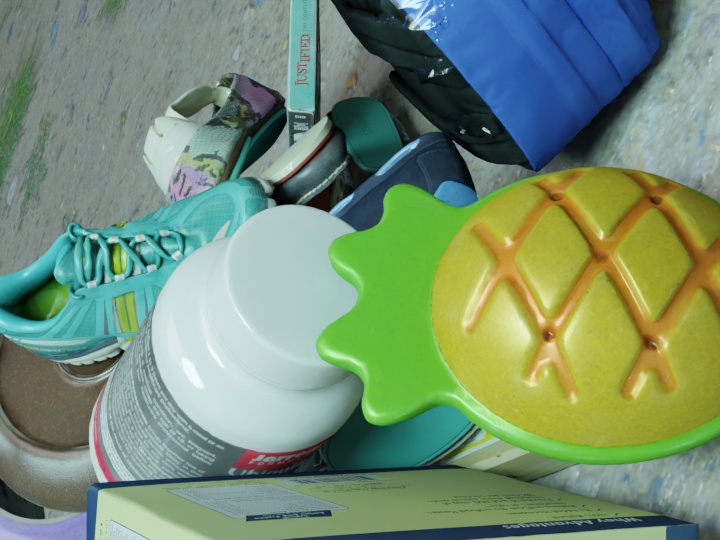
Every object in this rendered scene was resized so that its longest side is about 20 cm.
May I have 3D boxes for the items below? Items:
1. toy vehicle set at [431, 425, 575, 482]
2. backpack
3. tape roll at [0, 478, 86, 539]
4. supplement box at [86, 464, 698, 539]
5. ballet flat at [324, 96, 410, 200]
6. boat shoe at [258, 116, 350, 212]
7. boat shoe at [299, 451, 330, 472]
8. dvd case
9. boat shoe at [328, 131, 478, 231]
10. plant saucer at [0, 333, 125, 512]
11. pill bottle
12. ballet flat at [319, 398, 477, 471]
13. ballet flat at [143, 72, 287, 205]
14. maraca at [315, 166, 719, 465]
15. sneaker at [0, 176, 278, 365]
[{"bbox_3d":[0.070,0.056,0.825,0.200,0.026,0.125,-33,44,54],"label":"toy vehicle set"},{"bbox_3d":[0.069,-0.163,0.821,0.168,0.162,0.200,-44,28,9],"label":"backpack"},{"bbox_3d":[-0.166,0.113,0.978,0.198,0.085,0.202,-13,55,19],"label":"tape roll"},{"bbox_3d":[0.004,0.163,0.649,0.199,0.198,0.136,180,90,-65],"label":"supplement box"},{"bbox_3d":[0.019,-0.038,0.972,0.072,0.072,0.201,-60,27,24],"label":"ballet flat"},{"bbox_3d":[-0.038,-0.034,0.932,0.071,0.063,0.200,-42,0,-22],"label":"boat shoe"},{"bbox_3d":[-0.031,0.147,0.929,0.073,0.061,0.200,-66,23,19],"label":"boat shoe"},{"bbox_3d":[-0.038,-0.096,1.055,0.201,0.022,0.147,89,180,-54],"label":"dvd case"},{"bbox_3d":[0.000,0.000,0.848,0.200,0.084,0.069,-36,43,35],"label":"boat shoe"},{"bbox_3d":[-0.155,0.049,0.942,0.198,0.032,0.202,-12,56,18],"label":"plant saucer"},{"bbox_3d":[-0.060,0.051,0.764,0.200,0.110,0.112,129,150,-53],"label":"pill bottle"},{"bbox_3d":[0.051,0.034,0.786,0.200,0.069,0.070,-50,32,32],"label":"ballet flat"},{"bbox_3d":[-0.099,-0.082,0.997,0.069,0.071,0.200,-61,3,26],"label":"ballet flat"},{"bbox_3d":[0.081,0.016,0.660,0.107,0.198,0.138,78,-163,-59],"label":"maraca"},{"bbox_3d":[-0.130,0.003,0.866,0.199,0.079,0.078,-25,61,27],"label":"sneaker"}]
